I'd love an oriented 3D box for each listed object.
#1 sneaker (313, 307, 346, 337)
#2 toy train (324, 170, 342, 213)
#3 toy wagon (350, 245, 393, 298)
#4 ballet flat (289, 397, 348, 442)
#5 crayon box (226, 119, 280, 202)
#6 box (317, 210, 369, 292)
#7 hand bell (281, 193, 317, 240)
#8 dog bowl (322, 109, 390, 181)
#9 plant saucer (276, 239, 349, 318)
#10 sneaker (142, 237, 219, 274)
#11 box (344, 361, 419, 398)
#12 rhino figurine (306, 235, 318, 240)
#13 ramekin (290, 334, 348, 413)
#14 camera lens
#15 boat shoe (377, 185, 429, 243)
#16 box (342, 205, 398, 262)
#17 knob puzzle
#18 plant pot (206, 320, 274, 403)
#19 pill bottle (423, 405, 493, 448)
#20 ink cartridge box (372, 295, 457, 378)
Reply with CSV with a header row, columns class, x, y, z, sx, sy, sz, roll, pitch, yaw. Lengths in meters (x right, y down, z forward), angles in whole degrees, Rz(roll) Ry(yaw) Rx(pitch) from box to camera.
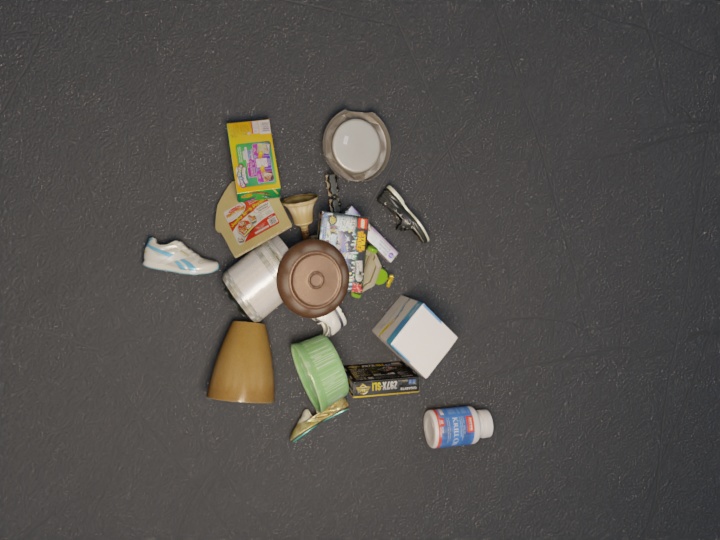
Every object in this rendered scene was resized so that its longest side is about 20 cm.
class,x,y,z,sx,sy,sz,roll,pitch,yaw
sneaker,-0.116,0.091,1.563,0.080,0.076,0.203,-33,101,-20
toy train,-0.073,-0.178,1.572,0.033,0.046,0.207,-10,100,-17
toy wagon,0.000,0.000,1.593,0.195,0.040,0.159,17,108,-15
ballet flat,-0.128,0.422,1.609,0.196,0.071,0.072,-29,101,-9
crayon box,-0.284,-0.292,1.467,0.115,0.058,0.206,-8,77,-13
box,-0.052,-0.048,1.480,0.133,0.040,0.207,5,91,-16
hand bell,-0.153,-0.102,1.551,0.101,0.104,0.206,-13,111,-12
dog bowl,-0.015,-0.350,1.563,0.194,0.059,0.207,-1,95,-14
plant saucer,-0.118,0.023,1.423,0.194,0.037,0.207,-2,95,-17
sneaker,-0.473,-0.035,1.469,0.194,0.076,0.083,9,91,-17
box,0.055,0.311,1.590,0.194,0.159,0.051,-2,96,-14
rhino figurine,-0.081,-0.021,1.526,0.197,0.060,0.088,34,103,-13
ramekin,-0.110,0.278,1.530,0.096,0.199,0.205,-23,100,-18
camera lens,-0.259,0.024,1.483,0.198,0.160,0.162,-38,103,-8
boat shoe,0.121,-0.149,1.608,0.066,0.074,0.201,-39,102,-5
box,0.027,-0.105,1.605,0.200,0.041,0.039,44,84,-15
knob puzzle,-0.301,-0.155,1.490,0.212,0.031,0.227,-1,71,3
plant pot,-0.314,0.243,1.495,0.181,0.186,0.207,6,82,-14
pill bottle,0.300,0.475,1.691,0.194,0.112,0.116,-3,96,-14
ink cartridge box,0.149,0.183,1.581,0.146,0.200,0.147,43,84,-14
